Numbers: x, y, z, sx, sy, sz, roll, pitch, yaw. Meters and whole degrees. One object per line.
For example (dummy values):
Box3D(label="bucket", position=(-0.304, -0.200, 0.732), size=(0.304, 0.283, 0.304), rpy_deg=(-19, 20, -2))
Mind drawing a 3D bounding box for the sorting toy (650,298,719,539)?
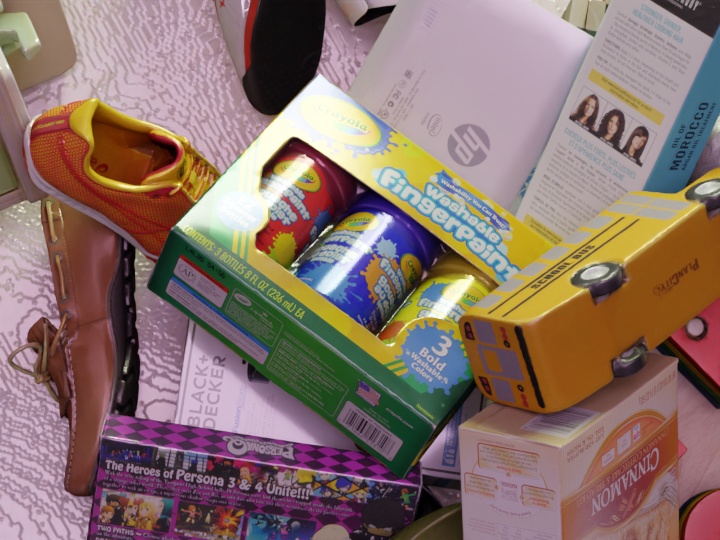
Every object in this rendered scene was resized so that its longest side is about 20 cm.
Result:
Box3D(label="sorting toy", position=(0.242, 0.109, 1.508), size=(0.200, 0.070, 0.199), rpy_deg=(-44, 87, -9))

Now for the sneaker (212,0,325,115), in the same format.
Box3D(label="sneaker", position=(-0.084, -0.210, 1.534), size=(0.067, 0.108, 0.202), rpy_deg=(-23, 120, -35))

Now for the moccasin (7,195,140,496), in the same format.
Box3D(label="moccasin", position=(-0.183, 0.044, 1.483), size=(0.077, 0.074, 0.203), rpy_deg=(-2, 84, 3))

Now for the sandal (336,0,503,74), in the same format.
Box3D(label="sandal", position=(0.021, -0.176, 1.527), size=(0.059, 0.079, 0.207), rpy_deg=(-45, 82, 11))

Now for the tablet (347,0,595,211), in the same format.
Box3D(label="tablet", position=(0.053, -0.093, 1.497), size=(0.130, 0.014, 0.201), rpy_deg=(31, 105, 2))

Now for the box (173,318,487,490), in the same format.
Box3D(label="box", position=(-0.018, 0.071, 1.497), size=(0.199, 0.060, 0.117), rpy_deg=(10, 80, -3))

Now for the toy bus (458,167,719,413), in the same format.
Box3D(label="toy bus", position=(0.156, 0.008, 1.384), size=(0.200, 0.078, 0.065), rpy_deg=(-35, 117, -32))

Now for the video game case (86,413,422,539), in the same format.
Box3D(label="video game case", position=(-0.073, 0.187, 1.441), size=(0.199, 0.036, 0.182), rpy_deg=(8, 117, -3))

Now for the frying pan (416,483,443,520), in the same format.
Box3D(label="frying pan", position=(-0.029, 0.173, 1.489), size=(0.190, 0.031, 0.115), rpy_deg=(-27, 125, 29))

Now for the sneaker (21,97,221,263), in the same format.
Box3D(label="sneaker", position=(-0.122, -0.050, 1.456), size=(0.200, 0.077, 0.073), rpy_deg=(22, 65, -46))

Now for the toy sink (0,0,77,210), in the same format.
Box3D(label="toy sink", position=(-0.266, -0.104, 1.451), size=(0.199, 0.131, 0.112), rpy_deg=(-23, 54, -8))

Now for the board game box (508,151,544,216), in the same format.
Box3D(label="board game box", position=(0.098, -0.079, 1.548), size=(0.199, 0.030, 0.096), rpy_deg=(-12, 83, -4))

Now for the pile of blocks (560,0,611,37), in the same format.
Box3D(label="pile of blocks", position=(0.209, -0.188, 1.538), size=(0.200, 0.062, 0.082), rpy_deg=(-42, 82, -18))

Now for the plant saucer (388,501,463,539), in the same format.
Box3D(label="plant saucer", position=(0.040, 0.225, 1.435), size=(0.031, 0.200, 0.200), rpy_deg=(30, 78, 38))

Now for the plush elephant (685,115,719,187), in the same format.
Box3D(label="plush elephant", position=(0.276, -0.078, 1.499), size=(0.154, 0.200, 0.165), rpy_deg=(-28, 56, 25))

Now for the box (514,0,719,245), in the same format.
Box3D(label="box", position=(0.176, -0.096, 1.463), size=(0.082, 0.049, 0.201), rpy_deg=(38, 115, 33))

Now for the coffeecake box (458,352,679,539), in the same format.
Box3D(label="coffeecake box", position=(0.131, 0.166, 1.409), size=(0.073, 0.153, 0.201), rpy_deg=(9, 113, 32))

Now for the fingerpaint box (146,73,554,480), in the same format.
Box3D(label="fingerpaint box", position=(0.000, 0.000, 1.424), size=(0.200, 0.073, 0.167), rpy_deg=(37, 54, 6))
